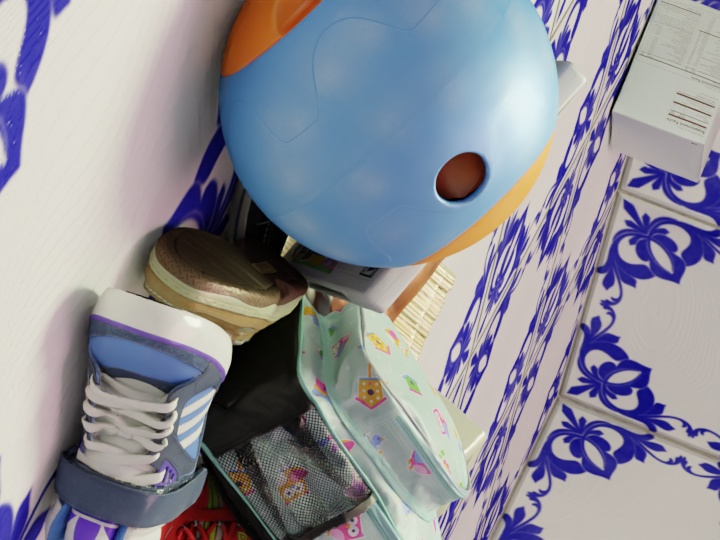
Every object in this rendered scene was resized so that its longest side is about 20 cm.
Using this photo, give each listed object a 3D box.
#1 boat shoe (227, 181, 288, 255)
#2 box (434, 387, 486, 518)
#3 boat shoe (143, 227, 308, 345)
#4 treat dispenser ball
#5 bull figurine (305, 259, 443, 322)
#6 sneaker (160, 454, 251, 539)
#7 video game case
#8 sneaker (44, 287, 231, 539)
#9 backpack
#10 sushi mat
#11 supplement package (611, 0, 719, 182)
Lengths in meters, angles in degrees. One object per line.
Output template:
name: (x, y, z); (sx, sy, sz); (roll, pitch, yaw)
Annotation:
boat shoe: (-0.039, -0.068, 1.615); (0.075, 0.062, 0.201); (-41, 152, -72)
box: (-0.016, 0.179, 1.904); (0.200, 0.109, 0.128); (-41, 165, -34)
boat shoe: (-0.091, 0.024, 1.513); (0.076, 0.072, 0.200); (-49, 164, 9)
treat dispenser ball: (0.016, -0.102, 1.441); (0.201, 0.200, 0.202); (21, 90, -80)
bull figurine: (0.024, -0.027, 1.752); (0.201, 0.065, 0.122); (-57, 146, -23)
sneaker: (-0.107, 0.165, 1.625); (0.077, 0.085, 0.200); (-60, 171, 9)
video game case: (0.043, -0.061, 1.604); (0.200, 0.022, 0.182); (-49, -161, -9)
sneaker: (-0.132, 0.102, 1.407); (0.200, 0.080, 0.147); (94, 15, -75)
backpack: (-0.012, 0.126, 1.618); (0.176, 0.152, 0.201); (-101, 168, -69)
sushi mat: (0.000, 0.000, 1.799); (0.200, 0.012, 0.096); (40, 66, -44)
supplement package: (0.471, -0.270, 3.642); (0.191, 0.146, 0.201); (73, 39, -74)
